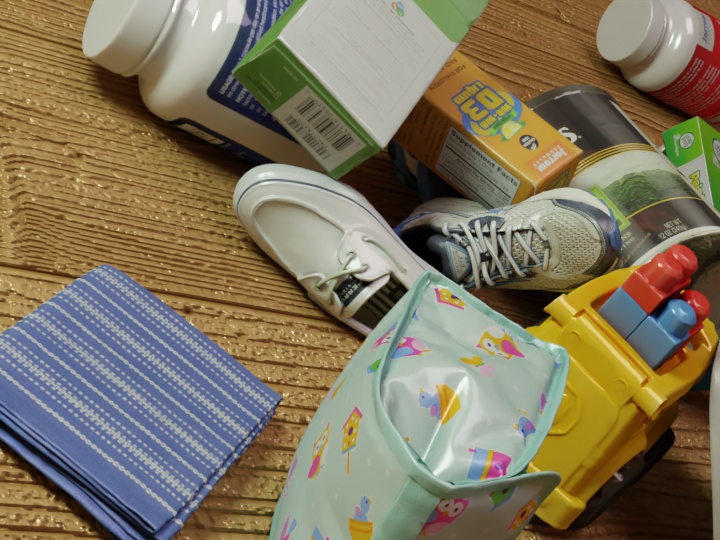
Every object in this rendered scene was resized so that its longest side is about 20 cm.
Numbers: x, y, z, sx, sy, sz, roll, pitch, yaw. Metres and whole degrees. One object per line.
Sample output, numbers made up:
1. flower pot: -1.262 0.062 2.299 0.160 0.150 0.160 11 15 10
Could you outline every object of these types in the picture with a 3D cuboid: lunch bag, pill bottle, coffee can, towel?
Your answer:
1. lunch bag: 0.023 0.122 0.970 0.122 0.171 0.200 30 27 -4
2. pill bottle: 0.367 -0.243 2.061 0.200 0.112 0.112 20 32 -35
3. coffee can: 0.200 -0.033 1.448 0.146 0.146 0.200 14 29 -42
4. towel: -0.133 0.073 1.019 0.145 0.024 0.200 39 25 2
5. pill bottle: -0.091 -0.149 1.300 0.200 0.120 0.120 26 29 -28

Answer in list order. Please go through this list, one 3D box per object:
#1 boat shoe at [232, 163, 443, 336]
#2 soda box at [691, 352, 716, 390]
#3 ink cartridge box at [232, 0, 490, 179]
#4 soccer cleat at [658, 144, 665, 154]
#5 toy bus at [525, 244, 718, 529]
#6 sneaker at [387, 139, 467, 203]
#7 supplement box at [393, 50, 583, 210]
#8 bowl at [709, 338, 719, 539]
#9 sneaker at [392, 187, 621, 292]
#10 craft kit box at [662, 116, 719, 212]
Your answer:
1. boat shoe: 0.000 0.000 1.240 0.200 0.074 0.067 31 27 -18
2. soda box: 0.350 0.054 1.495 0.199 0.068 0.064 -1 49 3
3. ink cartridge box: 0.007 -0.167 1.264 0.104 0.059 0.200 45 49 -13
4. soccer cleat: 0.303 -0.044 1.705 0.069 0.078 0.200 22 32 -33
5. toy bus: 0.178 0.059 1.251 0.136 0.192 0.200 45 27 14
6. sneaker: 0.067 -0.089 1.454 0.074 0.082 0.200 -3 54 -19
7. supplement box: 0.070 -0.117 1.381 0.200 0.069 0.067 41 52 14
8. bowl: 0.299 0.129 1.303 0.074 0.201 0.200 2 19 18
9. sneaker: 0.095 -0.011 1.303 0.085 0.200 0.077 -22 103 -46
10. craft kit box: 0.359 -0.015 1.671 0.200 0.048 0.198 28 45 -43
